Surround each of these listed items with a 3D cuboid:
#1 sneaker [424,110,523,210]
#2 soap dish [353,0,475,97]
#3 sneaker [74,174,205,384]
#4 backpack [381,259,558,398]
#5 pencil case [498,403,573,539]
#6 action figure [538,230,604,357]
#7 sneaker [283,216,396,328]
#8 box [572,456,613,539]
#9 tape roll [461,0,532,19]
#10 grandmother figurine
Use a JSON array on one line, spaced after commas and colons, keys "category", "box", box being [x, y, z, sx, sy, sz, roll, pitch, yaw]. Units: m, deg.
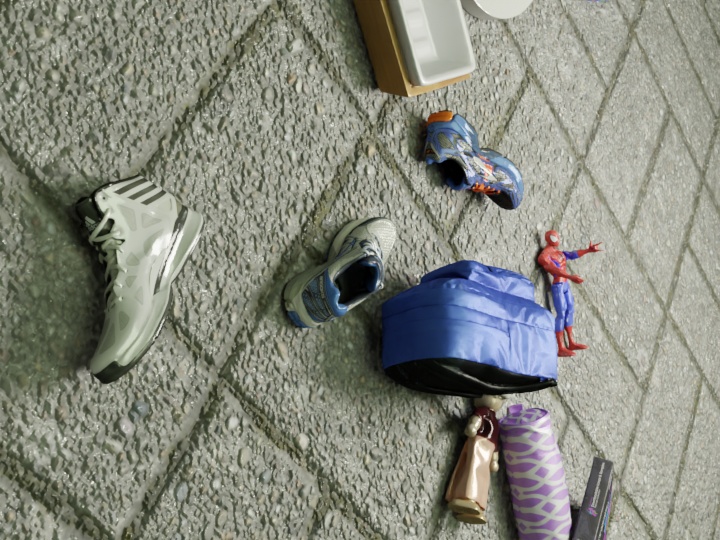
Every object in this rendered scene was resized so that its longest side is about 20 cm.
[{"category": "sneaker", "box": [0.154, -0.139, 1.262, 0.199, 0.075, 0.079, 34, 68, -30]}, {"category": "soap dish", "box": [0.065, -0.335, 1.178, 0.157, 0.081, 0.202, -27, 104, -47]}, {"category": "sneaker", "box": [-0.228, -0.003, 0.816, 0.115, 0.075, 0.202, 38, 49, -27]}, {"category": "backpack", "box": [0.121, 0.075, 1.120, 0.199, 0.162, 0.169, 10, 67, -34]}, {"category": "pencil case", "box": [0.251, 0.299, 1.280, 0.085, 0.083, 0.202, -41, 121, -82]}, {"category": "action figure", "box": [0.342, 0.030, 1.417, 0.065, 0.098, 0.202, -18, 95, -49]}, {"category": "sneaker", "box": [0.000, 0.000, 1.046, 0.200, 0.085, 0.077, -49, 119, -41]}, {"category": "box", "box": [0.350, 0.391, 1.346, 0.201, 0.036, 0.144, 71, 36, -49]}, {"category": "tape roll", "box": [0.205, -0.485, 1.351, 0.202, 0.037, 0.205, -9, 104, -38]}, {"category": "grandmother figurine", "box": [0.162, 0.232, 1.212, 0.122, 0.060, 0.201, 70, 31, -54]}]
